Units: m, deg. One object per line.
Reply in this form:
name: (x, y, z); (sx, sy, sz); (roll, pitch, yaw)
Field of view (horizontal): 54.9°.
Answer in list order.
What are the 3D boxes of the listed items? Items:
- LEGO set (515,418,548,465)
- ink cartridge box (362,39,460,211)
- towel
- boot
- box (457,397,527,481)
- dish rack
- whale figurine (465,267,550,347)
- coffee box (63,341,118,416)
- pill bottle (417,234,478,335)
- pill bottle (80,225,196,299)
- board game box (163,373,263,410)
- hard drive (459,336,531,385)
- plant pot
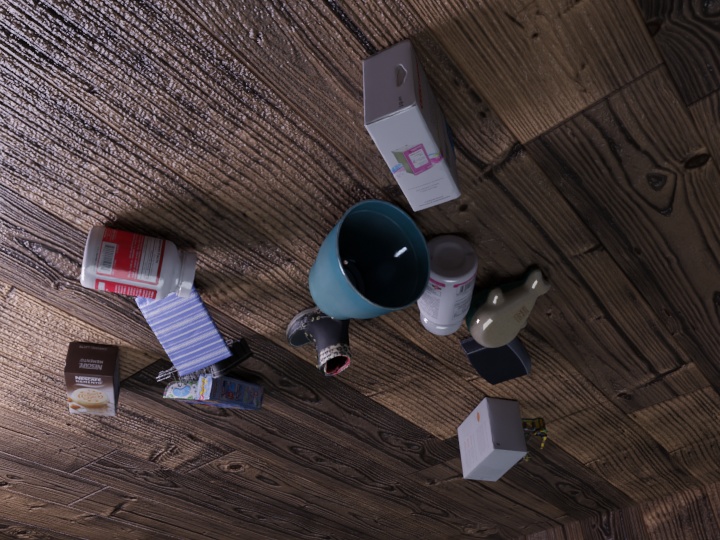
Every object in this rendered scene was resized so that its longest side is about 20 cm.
LEGO set: (0.464, 0.523, 2.027); (0.150, 0.118, 0.201); (12, 140, -19)
ink cartridge box: (0.077, -0.215, 1.043); (0.083, 0.147, 0.201); (-15, 141, 18)
towel: (-0.368, 0.113, 1.446); (0.142, 0.024, 0.203); (-22, 105, 20)
boot: (-0.091, 0.157, 1.493); (0.073, 0.157, 0.202); (28, 132, -35)
box: (0.362, 0.472, 1.928); (0.104, 0.155, 0.202); (9, 141, -15)
dish rack: (-0.355, 0.213, 1.563); (0.196, 0.056, 0.153); (-20, -177, 21)
whale figurine: (0.308, 0.068, 1.479); (0.200, 0.104, 0.158); (-45, 132, 9)
coffee box: (-0.634, 0.261, 1.644); (0.111, 0.081, 0.202); (6, 141, -12)
pill bottle: (0.170, 0.035, 1.392); (0.110, 0.116, 0.202); (-2, 142, -1)
pill bottle: (-0.410, -0.009, 1.294); (0.195, 0.114, 0.113); (12, 140, -18)
board game box: (-0.361, 0.290, 1.670); (0.194, 0.063, 0.200); (1, 162, 15)
hard drive: (0.334, 0.213, 1.688); (0.132, 0.043, 0.200); (-21, 138, 21)
plant pot: (0.000, 0.000, 1.287); (0.196, 0.205, 0.187); (17, 153, -25)
